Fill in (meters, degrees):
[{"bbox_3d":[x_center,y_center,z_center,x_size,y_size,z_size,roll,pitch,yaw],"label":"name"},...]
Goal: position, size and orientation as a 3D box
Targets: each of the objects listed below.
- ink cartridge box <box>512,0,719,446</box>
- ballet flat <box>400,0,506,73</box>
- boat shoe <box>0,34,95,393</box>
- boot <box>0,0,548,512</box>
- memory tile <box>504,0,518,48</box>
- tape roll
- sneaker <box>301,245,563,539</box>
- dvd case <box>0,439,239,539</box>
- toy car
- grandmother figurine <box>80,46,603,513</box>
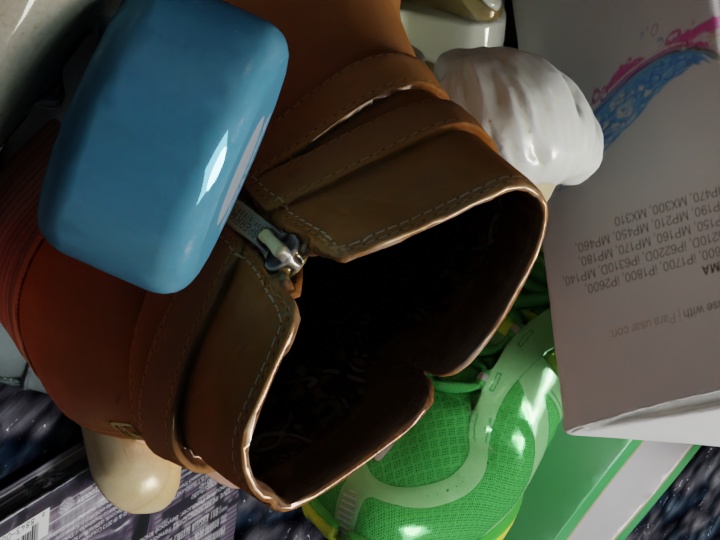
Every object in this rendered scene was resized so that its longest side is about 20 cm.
[{"bbox_3d":[0.124,-0.049,0.921,0.147,0.085,0.201,7,74,-46],"label":"ink cartridge box"},{"bbox_3d":[0.001,-0.069,0.894,0.200,0.070,0.068,-27,137,-45],"label":"ballet flat"},{"bbox_3d":[-0.058,-0.057,0.794,0.200,0.062,0.073,-60,-171,9],"label":"boat shoe"},{"bbox_3d":[-0.006,-0.045,0.693,0.200,0.155,0.077,-50,123,-6],"label":"boot"},{"bbox_3d":[0.068,-0.072,1.042,0.200,0.017,0.153,-57,156,-7],"label":"memory tile"},{"bbox_3d":[0.091,0.059,1.114,0.200,0.048,0.200,-47,167,-14],"label":"tape roll"},{"bbox_3d":[0.047,0.019,0.954,0.200,0.074,0.084,-44,155,-37],"label":"sneaker"},{"bbox_3d":[-0.097,0.139,0.982,0.149,0.016,0.200,-31,139,-43],"label":"dvd case"},{"bbox_3d":[-0.086,-0.111,0.670,0.200,0.184,0.177,-64,176,-78],"label":"toy car"},{"bbox_3d":[0.000,0.000,0.877,0.200,0.061,0.121,-41,177,42],"label":"grandmother figurine"}]
